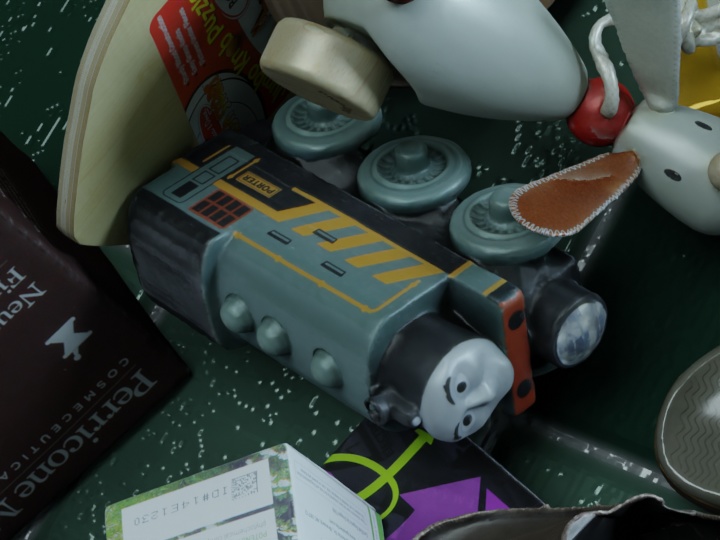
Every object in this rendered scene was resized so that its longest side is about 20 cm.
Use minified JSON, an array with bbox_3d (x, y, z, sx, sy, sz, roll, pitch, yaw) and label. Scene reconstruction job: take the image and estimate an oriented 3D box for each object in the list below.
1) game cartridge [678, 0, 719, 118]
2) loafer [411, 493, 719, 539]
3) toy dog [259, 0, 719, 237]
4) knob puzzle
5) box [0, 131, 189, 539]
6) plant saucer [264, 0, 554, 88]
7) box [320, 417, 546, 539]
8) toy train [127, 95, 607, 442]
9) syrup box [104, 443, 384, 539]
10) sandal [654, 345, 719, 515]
[{"bbox_3d":[0.208,-0.151,0.931,0.200,0.032,0.177,-17,57,20],"label":"game cartridge"},{"bbox_3d":[0.084,0.099,0.764,0.200,0.071,0.073,-4,41,42],"label":"loafer"},{"bbox_3d":[0.065,-0.079,0.846,0.200,0.096,0.132,6,91,-5],"label":"toy dog"},{"bbox_3d":[-0.064,-0.095,0.940,0.030,0.220,0.220,31,81,22],"label":"knob puzzle"},{"bbox_3d":[-0.213,0.007,0.963,0.166,0.200,0.164,-43,52,1],"label":"box"},{"bbox_3d":[0.039,-0.165,0.922,0.029,0.200,0.200,29,80,41],"label":"plant saucer"},{"bbox_3d":[-0.002,0.157,0.871,0.200,0.036,0.143,-49,53,-2],"label":"box"},{"bbox_3d":[0.000,0.000,0.909,0.114,0.085,0.200,-35,46,-27],"label":"toy train"},{"bbox_3d":[-0.030,0.172,0.807,0.079,0.081,0.200,-21,58,18],"label":"syrup box"},{"bbox_3d":[0.198,0.050,0.811,0.200,0.055,0.082,4,66,29],"label":"sandal"}]
